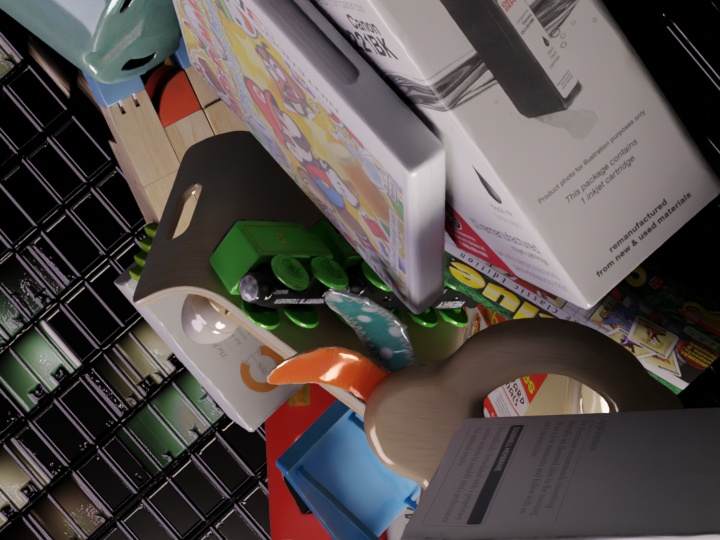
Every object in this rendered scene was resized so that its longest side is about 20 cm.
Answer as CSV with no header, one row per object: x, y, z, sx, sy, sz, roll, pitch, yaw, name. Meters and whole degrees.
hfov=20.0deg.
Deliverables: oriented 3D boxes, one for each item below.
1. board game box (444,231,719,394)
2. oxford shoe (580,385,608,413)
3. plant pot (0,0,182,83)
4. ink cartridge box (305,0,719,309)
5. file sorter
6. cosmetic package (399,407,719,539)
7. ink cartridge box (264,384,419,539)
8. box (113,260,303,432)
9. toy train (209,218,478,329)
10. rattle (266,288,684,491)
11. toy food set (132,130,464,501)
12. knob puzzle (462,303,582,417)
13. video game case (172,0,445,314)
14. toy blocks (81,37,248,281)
0.086,-0.001,1.027,0.199,0.024,0.105,30,160,2,board game box
0.183,0.104,1.203,0.073,0.071,0.200,5,141,41,oxford shoe
-0.149,-0.211,1.016,0.196,0.200,0.200,41,171,9,plant pot
0.044,-0.096,0.871,0.200,0.084,0.144,53,171,-22,ink cartridge box
0.075,0.114,1.298,0.123,0.200,0.139,38,168,34,file sorter
0.142,0.175,0.915,0.123,0.199,0.201,-53,-44,-61,cosmetic package
0.020,0.136,1.457,0.045,0.175,0.201,94,173,-65,ink cartridge box
-0.043,-0.012,1.314,0.125,0.200,0.097,50,172,-8,box
0.000,0.000,1.081,0.199,0.042,0.057,1,-135,-51,toy train
0.061,0.060,1.032,0.199,0.131,0.143,17,-150,5,rattle
-0.026,0.028,1.112,0.200,0.060,0.144,38,-147,-18,toy food set
0.086,0.019,1.164,0.219,0.030,0.221,170,90,-67,knob puzzle
-0.027,-0.078,0.937,0.182,0.023,0.200,48,170,15,video game case
-0.074,-0.101,1.196,0.137,0.199,0.100,66,166,-15,toy blocks
